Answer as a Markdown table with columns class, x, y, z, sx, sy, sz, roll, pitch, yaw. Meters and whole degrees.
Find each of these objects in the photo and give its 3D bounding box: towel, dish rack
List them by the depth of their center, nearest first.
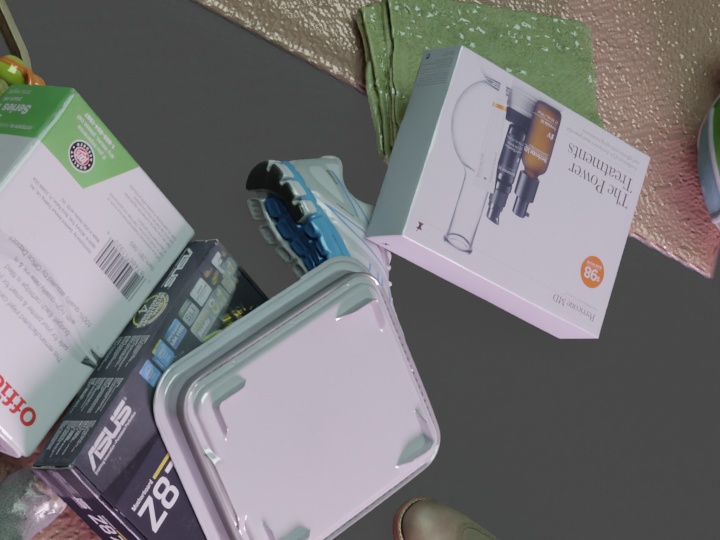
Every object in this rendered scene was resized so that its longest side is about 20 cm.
| class | x | y | z | sx | sy | sz | roll | pitch | yaw |
| --- | --- | --- | --- | --- | --- | --- | --- | --- | --- |
| dish rack | -0.032 | 0.103 | 1.568 | 0.200 | 0.043 | 0.172 | -33 | 112 | -31 |
| towel | 0.096 | -0.140 | 1.803 | 0.200 | 0.036 | 0.149 | 4 | 67 | -21 |

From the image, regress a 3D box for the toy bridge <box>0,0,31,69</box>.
| class | x | y | z | sx | sy | sz | roll | pitch | yaw |
| --- | --- | --- | --- | --- | --- | --- | --- | --- | --- |
| toy bridge | -0.268 | -0.125 | 1.647 | 0.067 | 0.027 | 0.200 | 10 | 67 | -20 |

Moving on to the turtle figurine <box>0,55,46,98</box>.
| class | x | y | z | sx | sy | sz | roll | pitch | yaw |
| --- | --- | --- | --- | --- | --- | --- | --- | --- | --- |
| turtle figurine | -0.261 | -0.087 | 1.579 | 0.200 | 0.064 | 0.161 | 39 | 65 | -16 |

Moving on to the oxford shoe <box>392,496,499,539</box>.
| class | x | y | z | sx | sy | sz | roll | pitch | yaw |
| --- | --- | --- | --- | --- | --- | --- | --- | --- | --- |
| oxford shoe | 0.109 | 0.227 | 1.633 | 0.200 | 0.075 | 0.070 | 42 | 60 | -2 |

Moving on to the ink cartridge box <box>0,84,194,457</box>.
| class | x | y | z | sx | sy | sz | roll | pitch | yaw |
| --- | --- | --- | --- | --- | --- | --- | --- | --- | --- |
| ink cartridge box | -0.224 | -0.001 | 1.527 | 0.200 | 0.084 | 0.146 | -54 | 128 | -22 |

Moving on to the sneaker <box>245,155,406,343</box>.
| class | x | y | z | sx | sy | sz | roll | pitch | yaw |
| --- | --- | --- | --- | --- | --- | --- | --- | --- | --- |
| sneaker | 0.000 | 0.000 | 1.686 | 0.087 | 0.075 | 0.200 | -19 | 79 | -38 |

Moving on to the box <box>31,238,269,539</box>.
| class | x | y | z | sx | sy | sz | roll | pitch | yaw |
| --- | --- | --- | --- | --- | --- | --- | --- | --- | --- |
| box | -0.111 | 0.105 | 1.570 | 0.161 | 0.049 | 0.200 | 50 | 55 | -29 |

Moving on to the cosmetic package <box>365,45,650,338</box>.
| class | x | y | z | sx | sy | sz | roll | pitch | yaw |
| --- | --- | --- | --- | --- | --- | --- | --- | --- | --- |
| cosmetic package | 0.112 | -0.055 | 1.715 | 0.200 | 0.052 | 0.151 | 26 | 76 | -32 |

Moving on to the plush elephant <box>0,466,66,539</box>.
| class | x | y | z | sx | sy | sz | roll | pitch | yaw |
| --- | --- | --- | --- | --- | --- | --- | --- | --- | --- |
| plush elephant | -0.272 | 0.173 | 1.446 | 0.164 | 0.155 | 0.200 | 25 | 61 | -12 |

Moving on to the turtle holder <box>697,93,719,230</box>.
| class | x | y | z | sx | sy | sz | roll | pitch | yaw |
| --- | --- | --- | --- | --- | --- | --- | --- | --- | --- |
| turtle holder | 0.319 | -0.100 | 1.826 | 0.141 | 0.132 | 0.186 | -25 | 79 | -28 |
